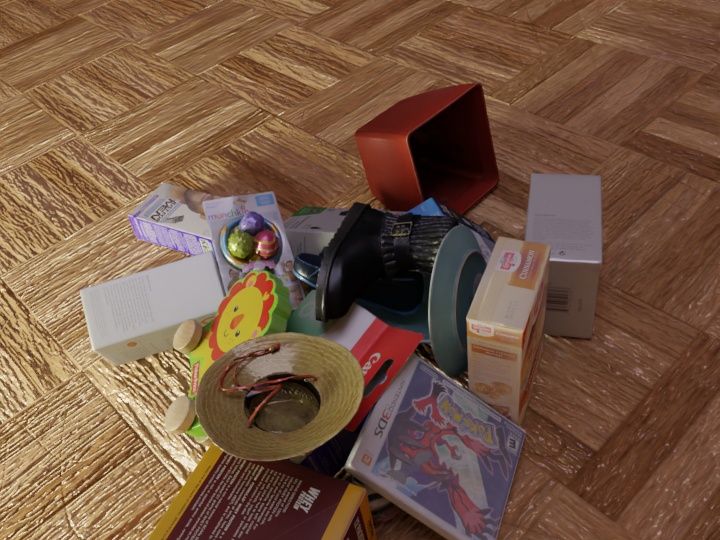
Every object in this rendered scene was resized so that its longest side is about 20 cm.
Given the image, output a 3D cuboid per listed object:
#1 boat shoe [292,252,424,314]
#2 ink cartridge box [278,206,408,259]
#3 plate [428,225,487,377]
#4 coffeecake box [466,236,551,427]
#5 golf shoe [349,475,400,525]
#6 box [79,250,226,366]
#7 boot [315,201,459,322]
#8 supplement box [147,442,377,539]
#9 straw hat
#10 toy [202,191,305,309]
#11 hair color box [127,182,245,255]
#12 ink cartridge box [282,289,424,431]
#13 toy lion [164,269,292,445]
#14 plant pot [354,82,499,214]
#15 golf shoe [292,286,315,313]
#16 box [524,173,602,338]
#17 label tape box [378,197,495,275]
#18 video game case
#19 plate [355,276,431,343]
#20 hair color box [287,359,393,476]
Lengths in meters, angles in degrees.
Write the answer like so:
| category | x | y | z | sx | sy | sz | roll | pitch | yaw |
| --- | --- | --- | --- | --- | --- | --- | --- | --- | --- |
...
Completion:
| category | x | y | z | sx | sy | sz | roll | pitch | yaw |
| --- | --- | --- | --- | --- | --- | --- | --- | --- | --- |
| boat shoe | 0.000 | 0.000 | 1.054 | 0.198 | 0.069 | 0.084 | 14 | 25 | 6 |
| ink cartridge box | -0.023 | -0.044 | 1.170 | 0.198 | 0.084 | 0.147 | 4 | 21 | 16 |
| plate | 0.140 | 0.041 | 0.951 | 0.025 | 0.201 | 0.201 | 2 | 42 | 30 |
| coffeecake box | 0.194 | 0.084 | 0.942 | 0.073 | 0.201 | 0.154 | 11 | 46 | 21 |
| golf shoe | 0.061 | 0.220 | 0.903 | 0.072 | 0.093 | 0.200 | 21 | 49 | 31 |
| box | -0.299 | 0.060 | 1.093 | 0.198 | 0.125 | 0.098 | -17 | 74 | -8 |
| boot | 0.038 | -0.007 | 0.947 | 0.157 | 0.080 | 0.212 | 13 | 52 | 15 |
| supplement box | -0.112 | 0.325 | 0.790 | 0.198 | 0.133 | 0.198 | 12 | 47 | 23 |
| straw hat | -0.086 | 0.165 | 0.827 | 0.199 | 0.086 | 0.202 | -6 | 36 | 4 |
| toy | -0.155 | -0.032 | 1.068 | 0.114 | 0.047 | 0.201 | -10 | 71 | -22 |
| hair color box | -0.312 | -0.091 | 1.322 | 0.199 | 0.065 | 0.110 | 16 | 48 | 23 |
| ink cartridge box | -0.040 | 0.108 | 0.927 | 0.199 | 0.050 | 0.161 | 8 | 50 | 48 |
| toy lion | -0.164 | 0.101 | 0.942 | 0.191 | 0.069 | 0.201 | -33 | 42 | 27 |
| plant pot | 0.107 | -0.208 | 1.291 | 0.199 | 0.201 | 0.176 | -39 | 37 | -28 |
| golf shoe | -0.083 | 0.105 | 1.077 | 0.094 | 0.078 | 0.201 | -12 | 38 | 25 |
| box | 0.299 | -0.026 | 1.076 | 0.105 | 0.153 | 0.201 | 4 | 45 | 15 |
| label tape box | 0.138 | -0.037 | 1.093 | 0.063 | 0.199 | 0.145 | -49 | 39 | 21 |
| video game case | 0.098 | 0.216 | 0.871 | 0.199 | 0.023 | 0.183 | 35 | 49 | -6 |
| plate | 0.079 | 0.062 | 1.076 | 0.198 | 0.026 | 0.201 | 1 | 26 | -1 |
| hair color box | -0.031 | 0.184 | 0.946 | 0.200 | 0.065 | 0.109 | -41 | 35 | -24 |
